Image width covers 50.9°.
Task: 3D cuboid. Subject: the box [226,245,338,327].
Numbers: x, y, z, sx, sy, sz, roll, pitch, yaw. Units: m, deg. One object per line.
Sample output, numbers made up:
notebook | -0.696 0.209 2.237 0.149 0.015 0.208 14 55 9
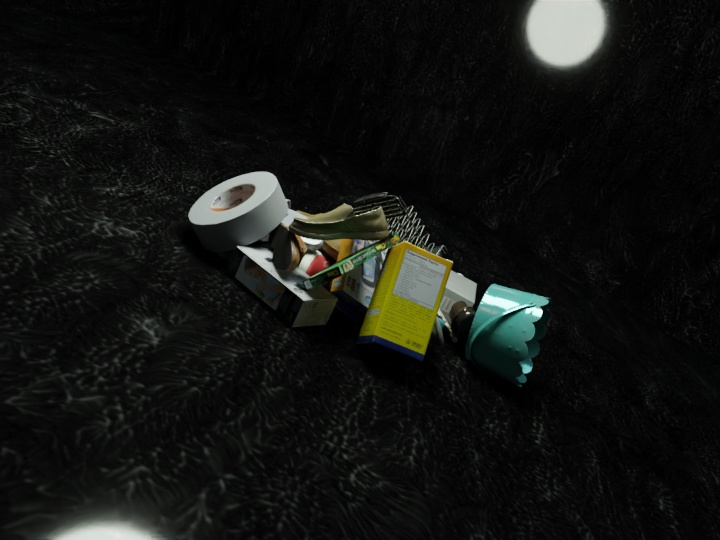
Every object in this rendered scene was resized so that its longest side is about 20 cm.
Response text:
box | -0.153 0.029 1.475 0.199 0.061 0.116 36 19 28

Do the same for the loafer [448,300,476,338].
loafer | 0.229 0.109 1.740 0.072 0.073 0.200 53 -1 12

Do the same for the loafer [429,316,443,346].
loafer | 0.106 0.090 1.563 0.201 0.069 0.076 54 -13 43

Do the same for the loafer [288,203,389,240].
loafer | -0.041 -0.095 1.460 0.196 0.069 0.076 0 9 -14

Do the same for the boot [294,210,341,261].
boot | -0.052 -0.060 1.725 0.199 0.067 0.174 34 18 32

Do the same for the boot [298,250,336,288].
boot | -0.055 0.018 1.652 0.143 0.073 0.200 32 13 12

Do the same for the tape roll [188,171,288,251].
tape roll | -0.251 -0.124 1.559 0.197 0.067 0.201 -16 31 10

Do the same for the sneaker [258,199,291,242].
sneaker | -0.263 -0.137 1.800 0.144 0.078 0.203 19 24 6

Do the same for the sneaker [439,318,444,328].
sneaker | 0.112 0.085 1.657 0.200 0.079 0.078 49 -9 41

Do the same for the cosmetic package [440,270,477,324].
cosmetic package | 0.233 0.067 1.931 0.106 0.091 0.200 28 13 5

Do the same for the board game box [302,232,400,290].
board game box | -0.015 -0.019 1.460 0.199 0.104 0.024 -31 98 -48

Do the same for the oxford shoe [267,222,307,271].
oxford shoe | -0.135 -0.045 1.499 0.070 0.072 0.200 25 15 -19

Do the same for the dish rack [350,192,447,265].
dish rack | 0.071 -0.078 1.542 0.201 0.152 0.055 57 46 -26

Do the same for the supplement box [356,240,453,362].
supplement box | 0.084 0.063 1.449 0.107 0.203 0.109 22 -12 -14

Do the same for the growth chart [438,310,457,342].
growth chart | 0.161 0.067 1.741 0.201 0.018 0.145 55 6 -30

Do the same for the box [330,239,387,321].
box | 0.000 0.000 1.586 0.041 0.203 0.119 -11 -33 37

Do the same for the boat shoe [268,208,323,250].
boat shoe | -0.164 -0.087 1.654 0.198 0.071 0.071 30 44 20

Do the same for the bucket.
bucket | 0.322 0.136 1.650 0.133 0.211 0.207 19 13 21
